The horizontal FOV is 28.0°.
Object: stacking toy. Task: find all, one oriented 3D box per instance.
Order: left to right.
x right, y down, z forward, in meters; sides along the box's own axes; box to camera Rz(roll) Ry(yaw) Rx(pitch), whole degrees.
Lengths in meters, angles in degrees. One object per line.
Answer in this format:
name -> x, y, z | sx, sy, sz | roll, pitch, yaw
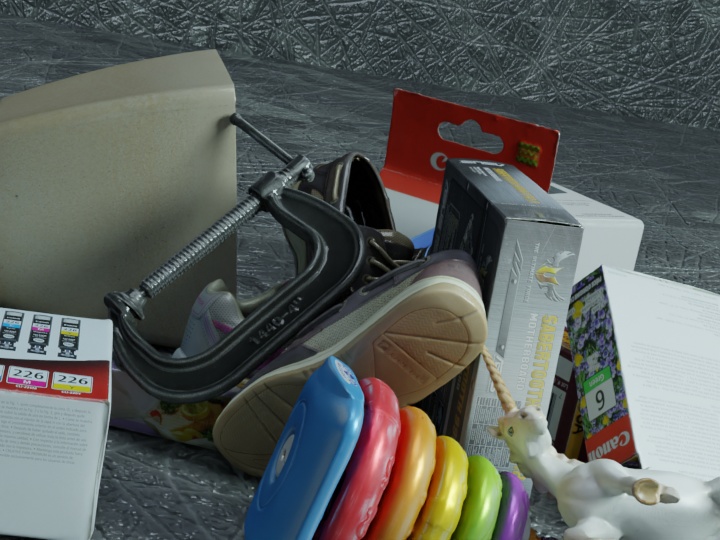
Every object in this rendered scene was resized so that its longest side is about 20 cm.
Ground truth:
stacking toy -> 0.048, 0.135, 0.765 | 0.199, 0.110, 0.116 | 24, 6, -10

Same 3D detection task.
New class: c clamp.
c clamp -> -0.087, -0.004, 0.928 | 0.170, 0.027, 0.200 | 30, 62, 31

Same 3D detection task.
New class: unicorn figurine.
unicorn figurine -> 0.144, 0.114, 0.731 | 0.199, 0.074, 0.137 | 25, -1, -4

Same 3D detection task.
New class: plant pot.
plant pot -> -0.190, -0.058, 1.112 | 0.176, 0.201, 0.200 | -1, 17, -9

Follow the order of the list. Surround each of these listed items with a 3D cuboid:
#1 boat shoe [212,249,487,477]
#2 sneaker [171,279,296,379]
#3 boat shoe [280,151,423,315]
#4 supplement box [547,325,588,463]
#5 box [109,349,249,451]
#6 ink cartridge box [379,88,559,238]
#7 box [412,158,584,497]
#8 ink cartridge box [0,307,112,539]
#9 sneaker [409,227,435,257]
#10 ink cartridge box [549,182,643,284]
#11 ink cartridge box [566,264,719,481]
boat shoe -> -0.004, 0.055, 0.837 | 0.072, 0.200, 0.065 | 43, 32, -15
sneaker -> -0.031, 0.054, 0.986 | 0.199, 0.089, 0.081 | 6, 15, -22
boat shoe -> 0.000, 0.000, 0.947 | 0.074, 0.073, 0.201 | 15, 42, -40
supplement box -> 0.197, 0.084, 1.057 | 0.199, 0.086, 0.110 | 2, 18, -34
box -> -0.137, 0.078, 0.911 | 0.199, 0.039, 0.041 | 13, 15, 5
ink cartridge box -> 0.064, -0.029, 1.150 | 0.162, 0.201, 0.050 | 19, 20, 32
box -> 0.073, 0.045, 0.879 | 0.048, 0.201, 0.158 | 6, 14, -11
ink cartridge box -> -0.240, 0.065, 0.789 | 0.199, 0.084, 0.176 | 8, 14, -12
sneaker -> 0.043, 0.023, 1.065 | 0.199, 0.070, 0.078 | -31, 38, 4
ink cartridge box -> 0.128, -0.003, 1.214 | 0.084, 0.146, 0.200 | 0, 18, -35
ink cartridge box -> 0.196, 0.102, 0.920 | 0.108, 0.050, 0.201 | 13, 56, -28
